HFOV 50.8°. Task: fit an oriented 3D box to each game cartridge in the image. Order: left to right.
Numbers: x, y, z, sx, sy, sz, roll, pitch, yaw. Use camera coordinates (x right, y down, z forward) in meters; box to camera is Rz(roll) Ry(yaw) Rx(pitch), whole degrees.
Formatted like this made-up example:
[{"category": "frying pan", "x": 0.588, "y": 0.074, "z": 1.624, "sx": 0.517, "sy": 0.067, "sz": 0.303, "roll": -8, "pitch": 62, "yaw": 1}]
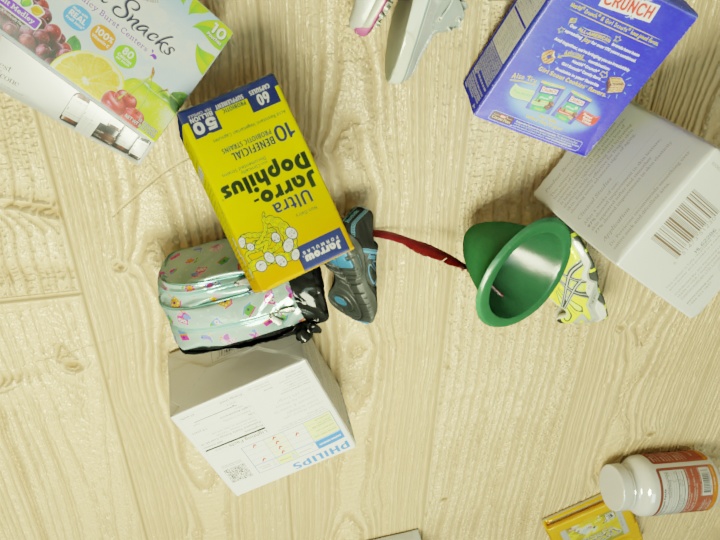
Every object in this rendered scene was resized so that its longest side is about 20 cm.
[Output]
[{"category": "game cartridge", "x": 0.479, "y": 0.533, "z": 1.554, "sx": 0.176, "sy": 0.032, "sz": 0.200, "roll": -26, "pitch": 127, "yaw": 6}]

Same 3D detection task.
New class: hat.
[{"category": "hat", "x": 0.158, "y": -0.040, "z": 1.023, "sx": 0.200, "sy": 0.176, "sz": 0.166, "roll": 25, "pitch": 102, "yaw": -51}]

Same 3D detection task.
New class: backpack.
[{"category": "backpack", "x": -0.147, "y": 0.024, "z": 0.945, "sx": 0.199, "sy": 0.167, "sz": 0.127, "roll": -13, "pitch": 110, "yaw": 0}]

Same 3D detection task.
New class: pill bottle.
[{"category": "pill bottle", "x": 0.558, "y": 0.399, "z": 1.421, "sx": 0.199, "sy": 0.112, "sz": 0.112, "roll": 0, "pitch": 127, "yaw": -13}]

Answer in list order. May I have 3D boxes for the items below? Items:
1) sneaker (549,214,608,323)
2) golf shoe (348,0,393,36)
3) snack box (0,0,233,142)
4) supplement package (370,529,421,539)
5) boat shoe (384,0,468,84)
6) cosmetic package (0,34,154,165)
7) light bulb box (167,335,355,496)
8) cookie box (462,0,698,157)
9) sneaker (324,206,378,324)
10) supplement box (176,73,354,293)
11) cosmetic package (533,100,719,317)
[{"category": "sneaker", "x": 0.296, "y": 0.008, "z": 1.084, "sx": 0.076, "sy": 0.076, "sz": 0.200, "roll": -19, "pitch": 123, "yaw": 13}, {"category": "golf shoe", "x": 0.016, "y": -0.339, "z": 0.761, "sx": 0.091, "sy": 0.075, "sz": 0.200, "roll": 22, "pitch": 122, "yaw": -3}, {"category": "snack box", "x": -0.245, "y": -0.241, "z": 0.733, "sx": 0.200, "sy": 0.053, "sz": 0.142, "roll": 37, "pitch": 84, "yaw": -32}, {"category": "supplement package", "x": 0.034, "y": 0.611, "z": 1.423, "sx": 0.199, "sy": 0.152, "sz": 0.151, "roll": -10, "pitch": 129, "yaw": -7}, {"category": "boat shoe", "x": 0.083, "y": -0.288, "z": 0.806, "sx": 0.071, "sy": 0.070, "sz": 0.201, "roll": 11, "pitch": 120, "yaw": -17}, {"category": "cosmetic package", "x": -0.298, "y": -0.197, "z": 0.791, "sx": 0.200, "sy": 0.051, "sz": 0.083, "roll": 28, "pitch": 115, "yaw": -30}, {"category": "light bulb box", "x": -0.138, "y": 0.185, "z": 1.074, "sx": 0.198, "sy": 0.125, "sz": 0.200, "roll": -23, "pitch": 129, "yaw": 3}, {"category": "cookie box", "x": 0.241, "y": -0.246, "z": 0.856, "sx": 0.171, "sy": 0.075, "sz": 0.200, "roll": 14, "pitch": 132, "yaw": -23}, {"category": "sneaker", "x": 0.000, "y": 0.000, "z": 0.999, "sx": 0.073, "sy": 0.082, "sz": 0.200, "roll": 23, "pitch": 151, "yaw": 17}, {"category": "supplement box", "x": -0.104, "y": -0.087, "z": 0.815, "sx": 0.109, "sy": 0.110, "sz": 0.200, "roll": -26, "pitch": 94, "yaw": -12}, {"category": "cosmetic package", "x": 0.361, "y": -0.084, "z": 0.937, "sx": 0.166, "sy": 0.200, "sz": 0.168, "roll": 27, "pitch": 108, "yaw": -31}]
